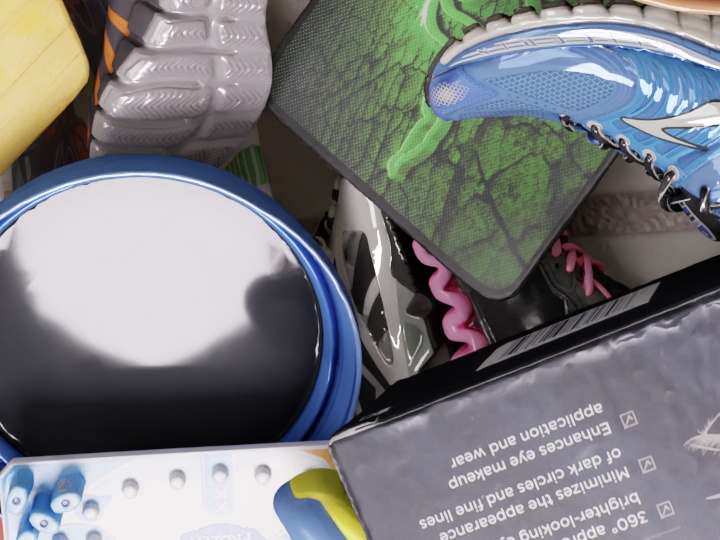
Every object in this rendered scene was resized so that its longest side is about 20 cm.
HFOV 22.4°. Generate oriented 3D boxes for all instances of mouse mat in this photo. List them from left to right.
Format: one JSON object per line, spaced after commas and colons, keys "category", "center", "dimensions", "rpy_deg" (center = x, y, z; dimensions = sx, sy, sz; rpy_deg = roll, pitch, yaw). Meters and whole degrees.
{"category": "mouse mat", "center": [0.060, -0.109, 0.768], "dimensions": [0.161, 0.008, 0.201], "rpy_deg": [41, 104, 22]}

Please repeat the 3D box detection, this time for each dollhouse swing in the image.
{"category": "dollhouse swing", "center": [-0.170, -0.086, 0.890], "dimensions": [0.182, 0.176, 0.200], "rpy_deg": [-44, 34, 7]}

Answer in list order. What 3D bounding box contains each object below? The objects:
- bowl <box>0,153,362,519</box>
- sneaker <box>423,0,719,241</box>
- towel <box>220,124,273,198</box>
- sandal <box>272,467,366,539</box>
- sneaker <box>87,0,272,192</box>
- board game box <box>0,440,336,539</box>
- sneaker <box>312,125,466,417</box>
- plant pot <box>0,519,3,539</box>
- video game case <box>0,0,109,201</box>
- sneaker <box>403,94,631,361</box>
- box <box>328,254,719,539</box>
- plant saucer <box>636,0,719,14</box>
{"category": "bowl", "center": [-0.099, 0.039, 0.823], "dimensions": [0.199, 0.039, 0.202], "rpy_deg": [-2, 118, -4]}
{"category": "sneaker", "center": [0.120, -0.057, 0.694], "dimensions": [0.198, 0.078, 0.090], "rpy_deg": [5, 95, 15]}
{"category": "towel", "center": [-0.101, -0.037, 0.938], "dimensions": [0.152, 0.023, 0.202], "rpy_deg": [-32, 63, 42]}
{"category": "sandal", "center": [0.004, 0.180, 0.794], "dimensions": [0.086, 0.080, 0.201], "rpy_deg": [-24, 106, 2]}
{"category": "sneaker", "center": [-0.086, -0.131, 0.813], "dimensions": [0.112, 0.077, 0.201], "rpy_deg": [56, 134, 41]}
{"category": "board game box", "center": [-0.061, 0.180, 0.841], "dimensions": [0.198, 0.026, 0.202], "rpy_deg": [-3, 107, -5]}
{"category": "sneaker", "center": [0.000, 0.000, 0.864], "dimensions": [0.088, 0.074, 0.202], "rpy_deg": [-6, 102, 28]}
{"category": "plant pot", "center": [-0.267, 0.096, 1.084], "dimensions": [0.199, 0.200, 0.178], "rpy_deg": [-13, 107, 44]}
{"category": "video game case", "center": [-0.153, -0.112, 0.939], "dimensions": [0.199, 0.023, 0.184], "rpy_deg": [1, 97, 59]}
{"category": "sneaker", "center": [0.080, 0.006, 0.819], "dimensions": [0.095, 0.079, 0.202], "rpy_deg": [-10, 102, 23]}
{"category": "box", "center": [0.122, 0.113, 0.732], "dimensions": [0.195, 0.117, 0.201], "rpy_deg": [-22, 92, 17]}
{"category": "plant saucer", "center": [0.124, -0.187, 0.602], "dimensions": [0.198, 0.032, 0.202], "rpy_deg": [2, 103, 7]}
